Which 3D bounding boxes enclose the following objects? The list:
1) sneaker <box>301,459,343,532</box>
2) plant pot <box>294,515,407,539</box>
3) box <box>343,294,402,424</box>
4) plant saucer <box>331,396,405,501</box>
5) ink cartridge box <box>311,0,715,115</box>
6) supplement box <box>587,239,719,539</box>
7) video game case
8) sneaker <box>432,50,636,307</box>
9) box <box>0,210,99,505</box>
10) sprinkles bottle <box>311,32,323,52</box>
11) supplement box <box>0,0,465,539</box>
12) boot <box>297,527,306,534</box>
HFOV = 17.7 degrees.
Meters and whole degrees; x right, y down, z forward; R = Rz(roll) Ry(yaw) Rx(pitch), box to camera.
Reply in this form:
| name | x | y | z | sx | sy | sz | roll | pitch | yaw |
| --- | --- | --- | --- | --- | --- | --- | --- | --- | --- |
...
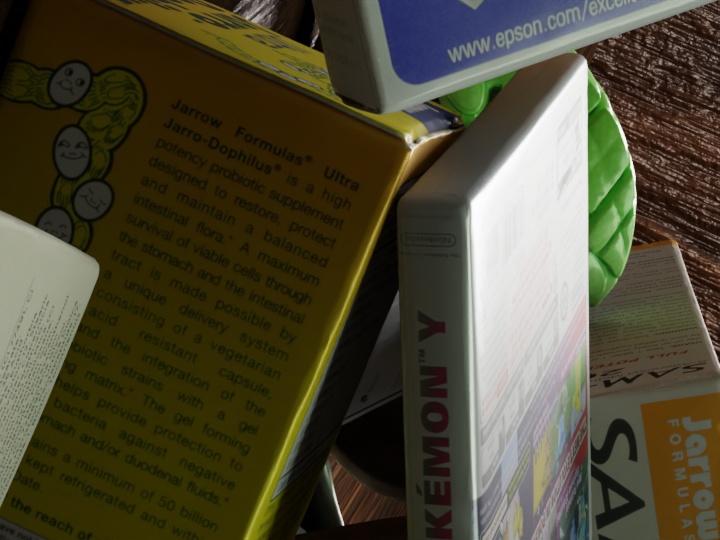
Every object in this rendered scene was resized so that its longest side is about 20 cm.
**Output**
| name | x | y | z | sx | sy | sz | roll | pitch | yaw |
| --- | --- | --- | --- | --- | --- | --- | --- | --- | --- |
| sneaker | -0.041 | 0.158 | 1.093 | 0.088 | 0.074 | 0.202 | -167 | -108 | -64 |
| plant pot | -0.045 | 0.171 | 0.785 | 0.187 | 0.198 | 0.189 | 0 | 90 | -75 |
| box | 0.000 | 0.000 | 0.933 | 0.199 | 0.060 | 0.117 | -24 | 146 | -50 |
| plant saucer | 0.036 | 0.007 | 1.077 | 0.029 | 0.200 | 0.201 | 6 | 113 | -41 |
| ink cartridge box | 0.063 | -0.162 | 0.566 | 0.047 | 0.196 | 0.202 | 25 | -49 | 63 |
| supplement box | 0.105 | 0.076 | 0.900 | 0.200 | 0.073 | 0.127 | -78 | 158 | -76 |
| video game case | 0.044 | 0.043 | 0.689 | 0.200 | 0.023 | 0.184 | -49 | 139 | -69 |
| sneaker | 0.043 | -0.074 | 0.869 | 0.076 | 0.201 | 0.084 | -26 | -173 | 3 |
| box | -0.108 | 0.012 | 0.402 | 0.200 | 0.068 | 0.083 | 54 | 59 | -82 |
| sprinkles bottle | 0.025 | -0.136 | 0.950 | 0.068 | 0.068 | 0.201 | -59 | 169 | -49 |
| supplement box | -0.062 | 0.030 | 0.646 | 0.109 | 0.109 | 0.201 | -31 | 144 | -78 |
| boot | 0.009 | 0.181 | 0.978 | 0.076 | 0.168 | 0.200 | -45 | 139 | -5 |
